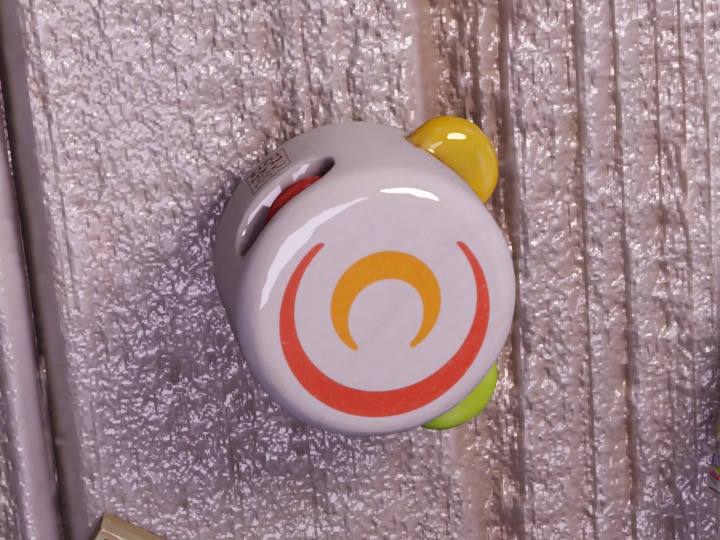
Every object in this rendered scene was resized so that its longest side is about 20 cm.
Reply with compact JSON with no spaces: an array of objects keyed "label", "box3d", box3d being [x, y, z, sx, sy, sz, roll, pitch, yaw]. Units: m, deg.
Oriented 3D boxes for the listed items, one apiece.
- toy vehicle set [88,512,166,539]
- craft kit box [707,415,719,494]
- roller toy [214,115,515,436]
[{"label":"toy vehicle set","box3d":[-0.123,0.268,1.789,0.199,0.027,0.125,25,110,-11]},{"label":"craft kit box","box3d":[0.347,0.067,1.672,0.196,0.049,0.201,11,91,-8]},{"label":"roller toy","box3d":[0.000,0.000,1.620,0.181,0.140,0.201,0,111,-13]}]
